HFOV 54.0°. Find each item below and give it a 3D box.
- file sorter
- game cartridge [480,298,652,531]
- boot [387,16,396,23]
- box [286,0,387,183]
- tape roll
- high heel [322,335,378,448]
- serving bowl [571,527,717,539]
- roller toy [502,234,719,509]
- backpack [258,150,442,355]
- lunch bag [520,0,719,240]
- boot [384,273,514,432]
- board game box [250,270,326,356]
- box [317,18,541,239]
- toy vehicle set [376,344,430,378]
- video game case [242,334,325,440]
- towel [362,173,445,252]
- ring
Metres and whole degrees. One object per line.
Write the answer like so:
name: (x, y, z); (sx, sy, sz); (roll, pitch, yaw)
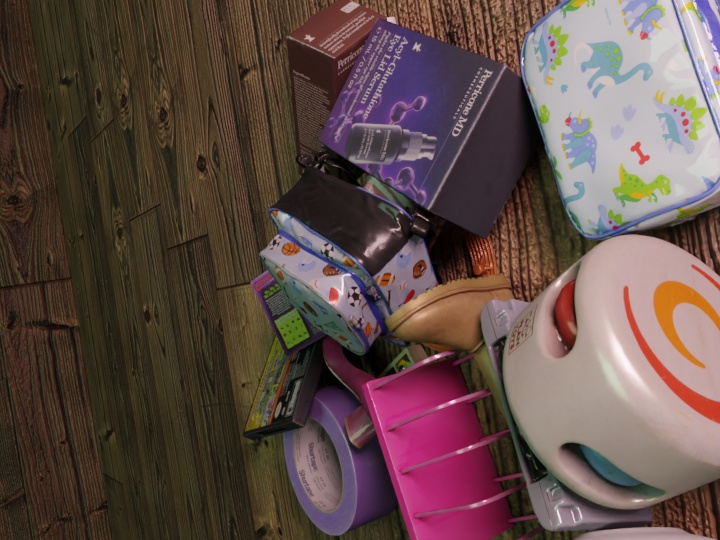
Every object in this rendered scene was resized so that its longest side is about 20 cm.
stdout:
file sorter: (0.116, 0.187, 0.750); (0.125, 0.137, 0.203); (-36, 68, 50)
game cartridge: (0.183, 0.126, 0.627); (0.041, 0.132, 0.203); (-39, 48, 38)
boot: (-0.012, -0.262, 0.904); (0.199, 0.072, 0.092); (14, 117, 61)
box: (-0.024, -0.199, 0.834); (0.074, 0.100, 0.202); (29, 146, 24)
tape roll: (-0.029, 0.270, 1.027); (0.199, 0.084, 0.204); (19, 113, 53)
high heel: (0.011, 0.129, 0.935); (0.096, 0.067, 0.202); (-38, 47, 20)
serving bowl: (0.225, 0.248, 0.574); (0.200, 0.197, 0.067); (-38, 47, 51)
roller toy: (0.208, 0.079, 0.552); (0.140, 0.180, 0.202); (-51, 57, 48)
backpack: (0.000, 0.000, 0.755); (0.155, 0.191, 0.199); (-48, 48, -5)
lunch bag: (0.225, -0.135, 0.568); (0.160, 0.081, 0.204); (-29, 74, 55)
boot: (0.132, 0.106, 0.669); (0.066, 0.173, 0.203); (-47, 63, 48)
board game box: (-0.061, 0.027, 0.951); (0.199, 0.032, 0.121); (-31, 88, 41)
box: (0.072, -0.148, 0.724); (0.199, 0.103, 0.150); (37, 102, 44)
toy vehicle set: (0.082, 0.212, 0.901); (0.125, 0.026, 0.202); (-53, 55, 47)
video game case: (-0.103, 0.146, 1.061); (0.180, 0.025, 0.203); (-29, 39, 54)
towel: (0.050, -0.092, 0.847); (0.147, 0.029, 0.202); (53, 133, 38)
ring: (0.088, -0.001, 0.852); (0.199, 0.019, 0.205); (16, 110, 52)
